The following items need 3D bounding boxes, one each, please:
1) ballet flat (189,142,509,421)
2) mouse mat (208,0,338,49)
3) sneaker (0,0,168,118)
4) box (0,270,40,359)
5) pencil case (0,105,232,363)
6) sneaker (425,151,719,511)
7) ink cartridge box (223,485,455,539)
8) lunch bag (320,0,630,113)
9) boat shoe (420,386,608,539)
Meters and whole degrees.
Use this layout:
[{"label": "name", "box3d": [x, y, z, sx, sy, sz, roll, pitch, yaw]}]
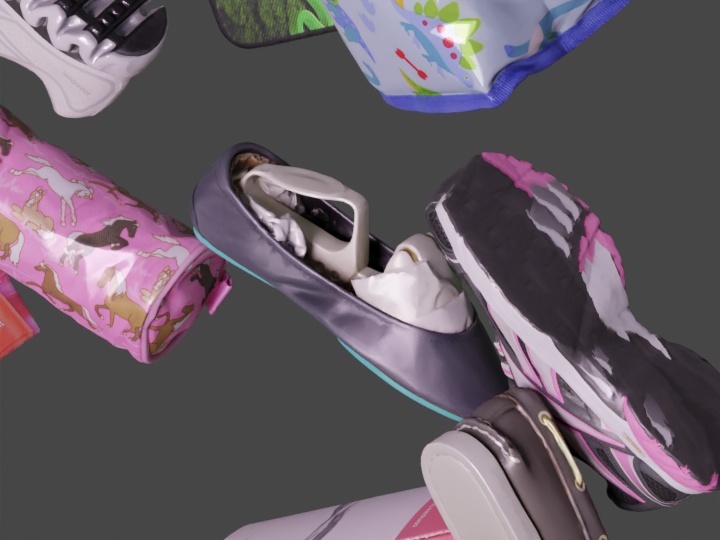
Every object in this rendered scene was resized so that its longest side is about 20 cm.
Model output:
[{"label": "ballet flat", "box3d": [0.000, 0.000, 1.393, 0.200, 0.073, 0.073, 35, 127, 17]}, {"label": "mouse mat", "box3d": [-0.035, -0.211, 1.347, 0.160, 0.008, 0.201, -9, 109, 36]}, {"label": "sneaker", "box3d": [-0.192, -0.159, 1.438, 0.200, 0.075, 0.081, 46, 138, 6]}, {"label": "box", "box3d": [-0.295, 0.041, 1.586, 0.200, 0.095, 0.103, -26, 98, 38]}, {"label": "pencil case", "box3d": [-0.164, -0.030, 1.470, 0.200, 0.087, 0.083, 33, 149, 15]}, {"label": "sneaker", "box3d": [0.094, 0.041, 1.349, 0.200, 0.080, 0.086, 53, 140, 6]}, {"label": "ink cartridge box", "box3d": [0.019, 0.196, 1.468, 0.199, 0.083, 0.147, -15, 105, 37]}, {"label": "lunch bag", "box3d": [0.019, -0.167, 1.249, 0.170, 0.127, 0.200, 60, 159, -13]}, {"label": "boat shoe", "box3d": [0.098, 0.150, 1.346, 0.072, 0.060, 0.202, 5, 127, 53]}]
